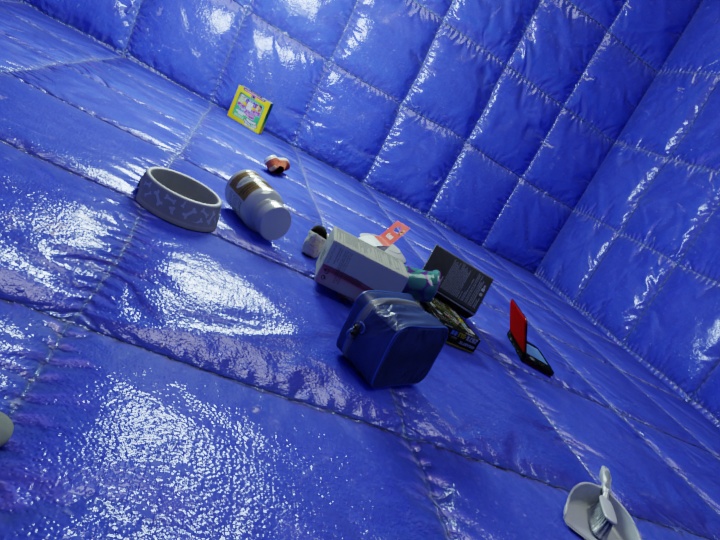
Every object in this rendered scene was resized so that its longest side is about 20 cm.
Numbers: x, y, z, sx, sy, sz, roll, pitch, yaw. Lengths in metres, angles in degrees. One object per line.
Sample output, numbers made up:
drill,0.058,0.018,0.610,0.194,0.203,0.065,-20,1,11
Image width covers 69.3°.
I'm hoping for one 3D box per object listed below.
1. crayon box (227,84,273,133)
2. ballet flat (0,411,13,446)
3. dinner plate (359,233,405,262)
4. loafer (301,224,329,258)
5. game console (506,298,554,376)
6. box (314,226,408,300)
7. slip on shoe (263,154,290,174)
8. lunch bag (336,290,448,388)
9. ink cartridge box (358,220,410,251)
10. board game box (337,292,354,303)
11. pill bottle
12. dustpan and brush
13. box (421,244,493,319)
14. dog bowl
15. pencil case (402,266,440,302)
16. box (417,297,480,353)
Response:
crayon box,-0.586,-0.856,2.773,0.197,0.175,0.058,30,18,1
ballet flat,-0.358,0.106,0.378,0.197,0.065,0.067,14,21,-47
dinner plate,0.086,-0.090,1.908,0.196,0.025,0.201,28,16,-9
loafer,-0.114,-0.090,1.441,0.069,0.071,0.200,28,15,-5
game console,0.533,0.206,1.627,0.169,0.121,0.200,28,16,-4
box,0.000,0.000,1.224,0.196,0.111,0.128,26,15,-11
slip on shoe,-0.331,-0.417,2.100,0.063,0.073,0.200,65,11,0
lunch bag,0.049,0.120,0.957,0.197,0.138,0.132,10,23,-48
ink cartridge box,0.026,-0.071,1.368,0.057,0.200,0.163,44,3,-15
board game box,0.026,0.071,1.293,0.196,0.020,0.103,24,17,-22
pill bottle,-0.258,-0.165,1.321,0.113,0.116,0.200,13,22,-45
dustpan and brush,0.420,0.404,0.901,0.138,0.058,0.199,34,15,13
box,0.276,0.038,1.567,0.193,0.126,0.200,30,-4,8
dog bowl,-0.400,-0.163,1.160,0.196,0.060,0.201,29,15,-8
pencil case,0.107,0.024,1.364,0.194,0.087,0.093,12,34,2
box,0.214,0.129,1.408,0.157,0.050,0.201,25,16,-27
